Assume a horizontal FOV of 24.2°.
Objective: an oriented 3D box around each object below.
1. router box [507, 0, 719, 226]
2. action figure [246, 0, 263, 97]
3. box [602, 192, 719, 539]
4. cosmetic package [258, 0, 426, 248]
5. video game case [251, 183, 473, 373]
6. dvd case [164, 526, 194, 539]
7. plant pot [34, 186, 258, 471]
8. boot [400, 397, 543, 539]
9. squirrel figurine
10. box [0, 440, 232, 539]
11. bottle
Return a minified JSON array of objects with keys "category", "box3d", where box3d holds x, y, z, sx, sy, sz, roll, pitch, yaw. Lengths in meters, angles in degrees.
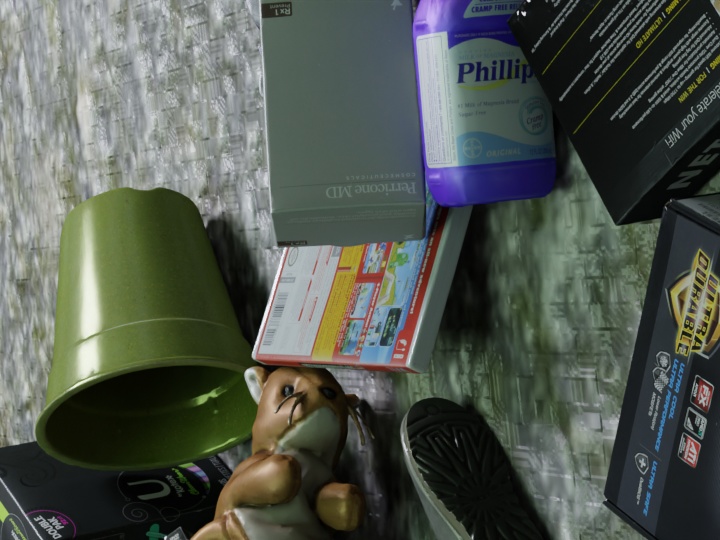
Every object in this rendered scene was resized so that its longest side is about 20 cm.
[{"category":"router box","box3d":[0.175,-0.141,0.923,0.200,0.051,0.150,-50,58,49]},{"category":"action figure","box3d":[-0.068,-0.198,1.225,0.069,0.130,0.201,-37,69,26]},{"category":"box","box3d":[0.226,0.087,0.902,0.198,0.049,0.202,39,128,47]},{"category":"cosmetic package","box3d":[-0.013,-0.121,1.113,0.090,0.106,0.202,87,178,-72]},{"category":"video game case","box3d":[0.000,0.000,1.189,0.199,0.017,0.144,-2,68,55]},{"category":"dvd case","box3d":[-0.080,0.308,1.346,0.022,0.146,0.201,-37,56,3]},{"category":"plant pot","box3d":[-0.181,0.040,1.405,0.200,0.198,0.192,-51,43,48]},{"category":"boot","box3d":[0.051,0.214,1.184,0.183,0.072,0.201,65,150,27]},{"category":"squirrel figurine","box3d":[-0.063,0.168,1.254,0.200,0.140,0.189,131,148,-65]},{"category":"box","box3d":[-0.218,0.227,1.461,0.148,0.198,0.125,39,128,46]},{"category":"bottle","box3d":[0.075,-0.143,1.047,0.065,0.083,0.202,-175,79,-66]}]
